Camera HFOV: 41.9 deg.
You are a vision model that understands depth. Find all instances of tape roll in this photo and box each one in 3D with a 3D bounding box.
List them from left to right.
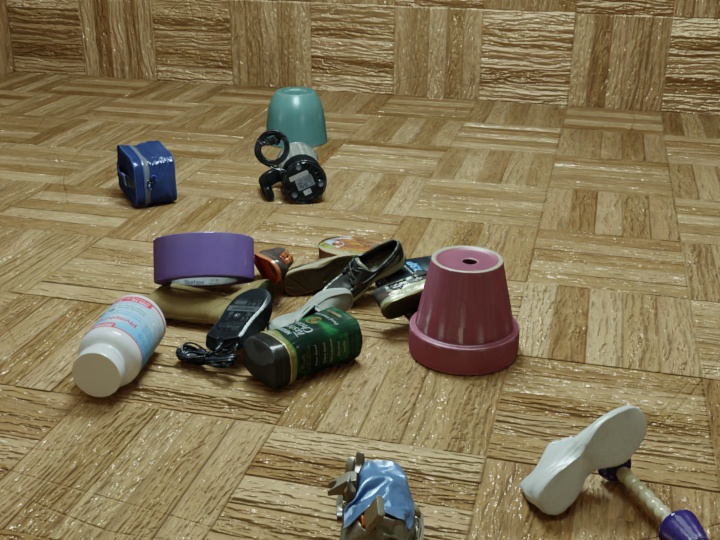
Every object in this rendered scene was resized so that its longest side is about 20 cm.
[{"bbox_3d":[-0.309,-0.019,1.861,0.198,0.086,0.200,-2,-6,0],"label":"tape roll"}]

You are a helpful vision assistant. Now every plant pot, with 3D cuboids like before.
[{"bbox_3d":[-0.205,-0.491,2.981,0.199,0.162,0.201,0,24,0],"label":"plant pot"},{"bbox_3d":[0.185,0.061,1.670,0.198,0.180,0.200,0,22,0],"label":"plant pot"}]

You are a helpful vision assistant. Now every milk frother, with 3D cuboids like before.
[{"bbox_3d":[-0.191,-0.296,2.478,0.179,0.201,0.188,-7,23,-8],"label":"milk frother"}]

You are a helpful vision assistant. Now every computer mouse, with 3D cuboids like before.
[{"bbox_3d":[-0.224,0.111,1.675,0.138,0.053,0.200,4,40,35],"label":"computer mouse"}]

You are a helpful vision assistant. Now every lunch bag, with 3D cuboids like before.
[{"bbox_3d":[-0.563,-0.249,2.440,0.131,0.137,0.200,-11,27,-24],"label":"lunch bag"}]

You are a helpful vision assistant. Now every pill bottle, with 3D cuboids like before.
[{"bbox_3d":[-0.410,0.128,1.592,0.108,0.110,0.200,3,23,6],"label":"pill bottle"}]

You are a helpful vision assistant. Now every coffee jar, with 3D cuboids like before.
[{"bbox_3d":[-0.100,0.133,1.617,0.199,0.086,0.104,-19,30,-37],"label":"coffee jar"}]

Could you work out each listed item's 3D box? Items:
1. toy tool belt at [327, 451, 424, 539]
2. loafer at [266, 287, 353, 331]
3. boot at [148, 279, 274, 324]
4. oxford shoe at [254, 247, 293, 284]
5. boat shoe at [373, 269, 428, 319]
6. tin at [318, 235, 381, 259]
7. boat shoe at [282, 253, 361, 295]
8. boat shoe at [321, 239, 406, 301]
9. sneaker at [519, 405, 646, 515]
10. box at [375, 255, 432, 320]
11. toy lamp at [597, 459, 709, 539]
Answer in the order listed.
[{"bbox_3d":[0.020,0.292,1.198,0.124,0.124,0.200,-1,23,-2],"label":"toy tool belt"},{"bbox_3d":[-0.083,0.090,1.740,0.199,0.070,0.070,-31,31,-35],"label":"loafer"},{"bbox_3d":[-0.289,0.052,1.832,0.199,0.067,0.175,9,23,23],"label":"boot"},{"bbox_3d":[-0.173,-0.021,1.917,0.072,0.072,0.200,-30,12,-10],"label":"oxford shoe"},{"bbox_3d":[0.116,0.028,1.773,0.200,0.072,0.066,-20,56,-23],"label":"boat shoe"},{"bbox_3d":[-0.004,-0.032,2.066,0.199,0.042,0.112,16,24,33],"label":"tin"},{"bbox_3d":[-0.066,0.002,1.945,0.198,0.073,0.072,-14,18,-6],"label":"boat shoe"},{"bbox_3d":[0.000,0.000,1.875,0.199,0.065,0.073,-35,52,-14],"label":"boat shoe"},{"bbox_3d":[0.303,0.249,1.304,0.199,0.076,0.088,-35,16,-12],"label":"sneaker"},{"bbox_3d":[0.135,0.031,1.907,0.158,0.046,0.200,-8,25,-18],"label":"box"},{"bbox_3d":[0.390,0.309,1.248,0.058,0.059,0.200,-6,25,-15],"label":"toy lamp"}]
